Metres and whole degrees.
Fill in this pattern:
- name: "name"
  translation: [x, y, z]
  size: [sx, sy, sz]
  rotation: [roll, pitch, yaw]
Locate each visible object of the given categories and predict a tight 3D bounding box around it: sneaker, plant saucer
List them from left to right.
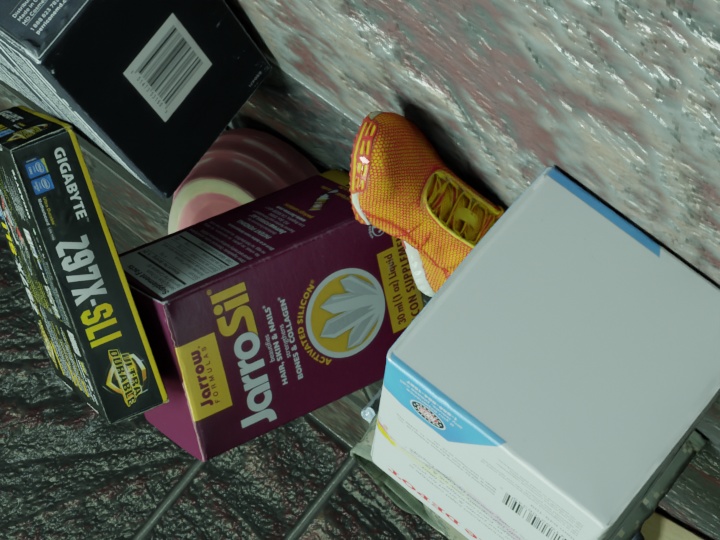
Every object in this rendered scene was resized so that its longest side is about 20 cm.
- name: "plant saucer"
  translation: [-0.084, -0.011, 1.533]
  size: [0.200, 0.051, 0.201]
  rotation: [25, 128, 36]
- name: "sneaker"
  translation: [0.051, -0.039, 1.179]
  size: [0.077, 0.073, 0.200]
  rotation: [10, 162, 30]

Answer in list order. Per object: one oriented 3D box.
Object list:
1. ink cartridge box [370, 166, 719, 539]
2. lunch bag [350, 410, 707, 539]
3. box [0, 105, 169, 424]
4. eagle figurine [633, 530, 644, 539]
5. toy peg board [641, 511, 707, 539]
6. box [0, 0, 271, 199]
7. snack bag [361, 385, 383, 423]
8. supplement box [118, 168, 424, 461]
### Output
- name: "ink cartridge box"
  translation: [0.108, 0.072, 1.089]
  size: [0.147, 0.146, 0.200]
  rotation: [38, 162, 11]
- name: "lunch bag"
  translation: [0.112, 0.127, 1.386]
  size: [0.200, 0.164, 0.118]
  rotation: [39, 168, 4]
- name: "box"
  translation: [-0.203, -0.007, 1.329]
  size: [0.160, 0.049, 0.200]
  rotation: [25, 135, 68]
- name: "eagle figurine"
  translation: [0.158, 0.187, 1.652]
  size: [0.151, 0.152, 0.200]
  rotation: [13, 155, 23]
- name: "toy peg board"
  translation: [0.250, 0.320, 1.767]
  size: [0.098, 0.199, 0.200]
  rotation: [26, 180, -33]
- name: "box"
  translation: [-0.191, -0.176, 1.235]
  size: [0.198, 0.123, 0.200]
  rotation: [34, 171, 27]
- name: "snack bag"
  translation: [0.081, 0.161, 1.696]
  size: [0.189, 0.021, 0.200]
  rotation: [55, -155, -7]
- name: "supplement box"
  translation: [-0.063, 0.027, 1.381]
  size: [0.103, 0.200, 0.131]
  rotation: [28, 136, 54]
